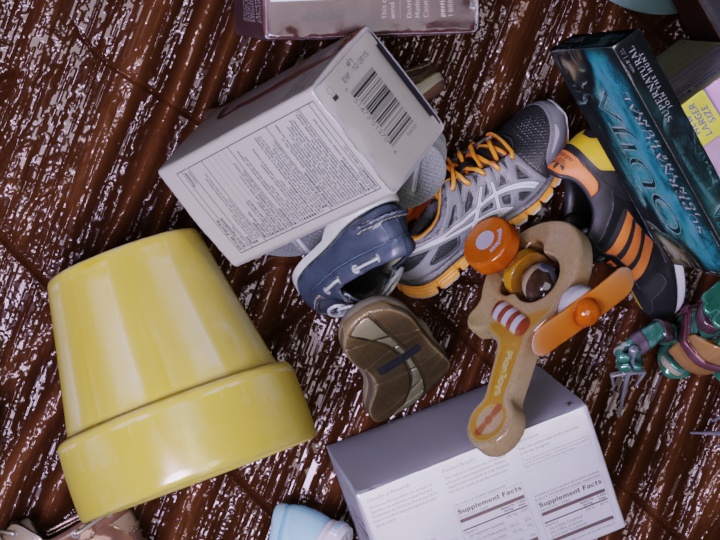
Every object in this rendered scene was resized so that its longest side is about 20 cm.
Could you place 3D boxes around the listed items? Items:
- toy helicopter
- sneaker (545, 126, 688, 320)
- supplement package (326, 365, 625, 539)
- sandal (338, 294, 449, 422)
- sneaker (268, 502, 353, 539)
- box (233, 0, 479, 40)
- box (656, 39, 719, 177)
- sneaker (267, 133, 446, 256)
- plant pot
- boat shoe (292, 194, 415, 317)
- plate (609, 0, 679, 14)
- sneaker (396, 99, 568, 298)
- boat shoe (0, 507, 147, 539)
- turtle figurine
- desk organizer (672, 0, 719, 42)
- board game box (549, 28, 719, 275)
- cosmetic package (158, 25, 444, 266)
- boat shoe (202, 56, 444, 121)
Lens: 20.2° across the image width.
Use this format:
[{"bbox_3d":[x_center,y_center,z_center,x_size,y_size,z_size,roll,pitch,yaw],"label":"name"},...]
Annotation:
[{"bbox_3d":[0.136,0.052,1.585,0.079,0.132,0.201,39,61,-41],"label":"toy helicopter"},{"bbox_3d":[0.205,-0.031,1.670,0.090,0.070,0.201,-31,124,-16],"label":"sneaker"},{"bbox_3d":[0.090,0.176,1.659,0.199,0.156,0.112,-20,102,-6],"label":"supplement package"},{"bbox_3d":[0.021,0.061,1.634,0.080,0.200,0.054,-30,61,-1],"label":"sandal"},{"bbox_3d":[-0.076,0.287,1.701,0.082,0.074,0.201,26,99,18],"label":"sneaker"},{"bbox_3d":[-0.010,-0.264,1.556,0.163,0.200,0.167,-4,99,-9],"label":"box"},{"bbox_3d":[0.298,-0.087,1.635,0.096,0.200,0.176,-35,101,-3],"label":"box"},{"bbox_3d":[-0.018,-0.068,1.648,0.199,0.080,0.071,-17,112,17],"label":"sneaker"},{"bbox_3d":[-0.158,0.077,1.593,0.200,0.201,0.190,-20,86,-6],"label":"plant pot"},{"bbox_3d":[0.000,0.000,1.599,0.074,0.200,0.062,-20,74,-26],"label":"boat shoe"},{"bbox_3d":[0.258,-0.314,1.685,0.199,0.026,0.202,-2,99,-10],"label":"plate"},{"bbox_3d":[0.091,-0.067,1.653,0.200,0.078,0.077,-47,131,-1],"label":"sneaker"},{"bbox_3d":[-0.273,0.238,1.652,0.199,0.076,0.072,-19,97,-16],"label":"boat shoe"},{"bbox_3d":[0.284,0.072,1.679,0.149,0.200,0.101,20,66,-11],"label":"turtle figurine"},{"bbox_3d":[0.321,-0.197,1.671,0.072,0.077,0.201,-35,111,-4],"label":"desk organizer"},{"bbox_3d":[0.223,-0.090,1.542,0.028,0.135,0.201,-33,102,-11],"label":"board game box"},{"bbox_3d":[-0.046,-0.090,1.509,0.104,0.199,0.087,51,50,-16],"label":"cosmetic package"},{"bbox_3d":[-0.033,-0.139,1.637,0.201,0.075,0.075,-22,93,-7],"label":"boat shoe"}]
